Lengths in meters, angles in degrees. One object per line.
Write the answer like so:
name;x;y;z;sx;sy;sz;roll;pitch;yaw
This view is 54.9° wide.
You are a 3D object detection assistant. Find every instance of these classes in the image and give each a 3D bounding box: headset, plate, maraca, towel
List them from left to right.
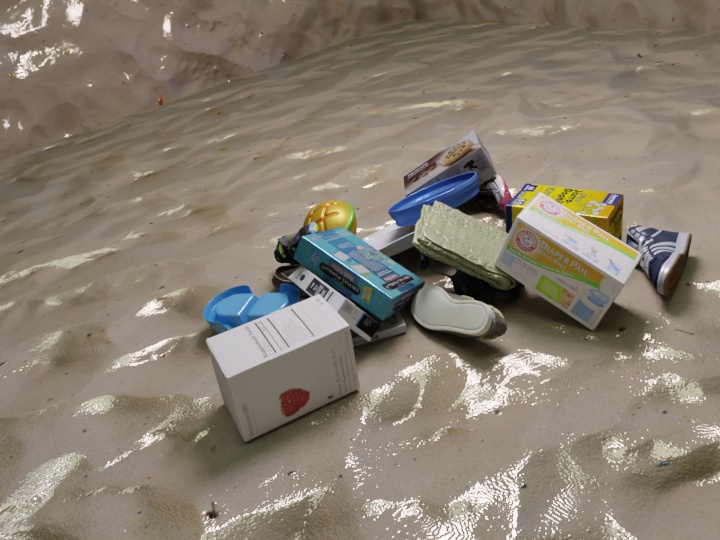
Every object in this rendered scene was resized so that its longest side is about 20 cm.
maraca;-0.076;-0.090;1.484;0.138;0.107;0.199;-55;28;-12
plate;0.097;-0.076;1.413;0.196;0.033;0.200;-24;12;4
towel;0.190;-0.047;1.233;0.196;0.037;0.149;23;39;2
headset;0.203;-0.005;1.257;0.195;0.096;0.124;9;31;9

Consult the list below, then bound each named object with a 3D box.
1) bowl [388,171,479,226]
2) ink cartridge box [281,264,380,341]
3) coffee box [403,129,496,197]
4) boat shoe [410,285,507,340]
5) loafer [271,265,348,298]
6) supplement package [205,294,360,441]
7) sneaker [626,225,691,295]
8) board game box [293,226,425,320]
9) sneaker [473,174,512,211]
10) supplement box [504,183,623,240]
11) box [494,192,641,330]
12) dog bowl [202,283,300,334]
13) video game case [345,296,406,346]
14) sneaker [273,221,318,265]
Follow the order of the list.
bowl;0.152;-0.144;1.421;0.197;0.040;0.201;-24;11;5
ink cartridge box;-0.055;0.047;1.203;0.040;0.099;0.199;-54;40;-3
coffee box;0.198;-0.214;1.563;0.198;0.080;0.114;-32;25;18
boat shoe;0.161;0.075;1.165;0.059;0.074;0.200;21;-4;-34
loafer;-0.086;0.006;1.352;0.195;0.073;0.073;3;31;22
supplement package;-0.117;0.145;1.062;0.196;0.124;0.120;-22;31;-20
sneaker;0.508;-0.021;1.213;0.106;0.072;0.199;15;30;29
board game box;0.000;0.000;1.235;0.198;0.048;0.150;34;23;19
sneaker;0.287;-0.172;1.557;0.074;0.082;0.200;-31;25;0
supplement box;0.390;-0.087;1.328;0.196;0.112;0.109;11;35;32
box;0.339;-0.019;1.144;0.198;0.114;0.101;34;45;18
dog bowl;-0.191;0.078;1.258;0.195;0.050;0.112;-3;33;27
video game case;-0.030;0.092;1.238;0.195;0.018;0.144;-15;30;-9
sneaker;-0.123;-0.043;1.372;0.081;0.072;0.199;-21;1;-23
